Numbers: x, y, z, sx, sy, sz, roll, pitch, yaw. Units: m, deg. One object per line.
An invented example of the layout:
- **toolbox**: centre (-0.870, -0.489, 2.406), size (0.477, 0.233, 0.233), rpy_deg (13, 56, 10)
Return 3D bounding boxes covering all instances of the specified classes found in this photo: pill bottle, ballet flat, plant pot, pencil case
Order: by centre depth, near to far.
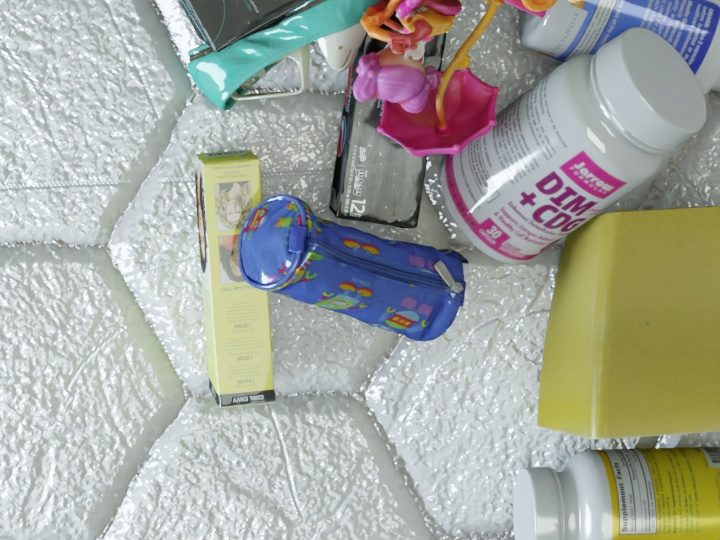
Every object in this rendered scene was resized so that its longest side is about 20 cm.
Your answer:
- **ballet flat**: centre (-0.043, -0.180, 1.539), size (0.200, 0.067, 0.070), rpy_deg (-23, 99, 26)
- **pill bottle**: centre (0.167, -0.099, 1.540), size (0.113, 0.113, 0.200), rpy_deg (44, 128, -12)
- **pencil case**: centre (0.000, 0.000, 1.559), size (0.200, 0.087, 0.078), rpy_deg (18, 70, -39)
- **pill bottle**: centre (0.239, -0.201, 1.581), size (0.200, 0.112, 0.112), rpy_deg (19, 96, -11)
- **plant pot**: centre (0.256, 0.038, 1.591), size (0.200, 0.200, 0.177), rpy_deg (-3, 89, -8)
- **pill bottle**: centre (0.235, 0.206, 1.648), size (0.200, 0.112, 0.113), rpy_deg (-1, 99, -8)

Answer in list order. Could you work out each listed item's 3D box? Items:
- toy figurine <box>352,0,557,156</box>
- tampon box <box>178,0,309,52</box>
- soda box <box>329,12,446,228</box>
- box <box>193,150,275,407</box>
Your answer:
- **toy figurine**: centre (0.058, -0.174, 1.475), size (0.200, 0.150, 0.184), rpy_deg (9, 118, -33)
- **tampon box**: centre (-0.097, -0.264, 1.476), size (0.126, 0.200, 0.150), rpy_deg (-29, 103, -3)
- **soda box**: centre (0.024, -0.139, 1.585), size (0.071, 0.063, 0.200), rpy_deg (7, 99, -10)
- **box**: centre (-0.103, 0.006, 1.587), size (0.050, 0.075, 0.200), rpy_deg (-5, 99, -10)
